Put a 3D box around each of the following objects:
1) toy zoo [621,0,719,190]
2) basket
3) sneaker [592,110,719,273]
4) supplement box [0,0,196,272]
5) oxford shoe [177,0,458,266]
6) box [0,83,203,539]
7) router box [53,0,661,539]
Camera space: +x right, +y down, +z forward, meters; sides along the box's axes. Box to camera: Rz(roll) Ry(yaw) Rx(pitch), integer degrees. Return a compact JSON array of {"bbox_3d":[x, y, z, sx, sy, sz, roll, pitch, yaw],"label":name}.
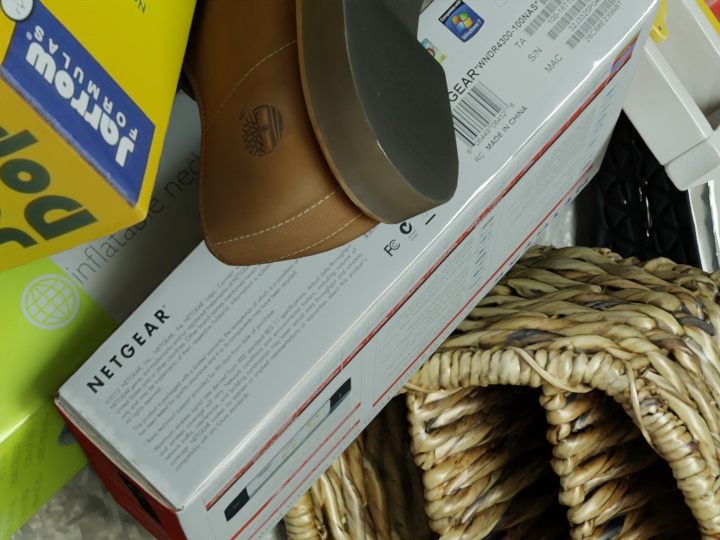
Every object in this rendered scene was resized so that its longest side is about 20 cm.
[{"bbox_3d":[0.092,-0.106,0.859,0.201,0.020,0.131,55,27,-4],"label":"toy zoo"},{"bbox_3d":[0.075,0.110,0.904,0.149,0.142,0.201,-25,114,-36],"label":"basket"},{"bbox_3d":[0.136,-0.024,0.978,0.082,0.071,0.201,-14,108,-40],"label":"sneaker"},{"bbox_3d":[-0.111,-0.105,0.665,0.109,0.109,0.201,45,40,-38],"label":"supplement box"},{"bbox_3d":[-0.021,-0.082,0.685,0.071,0.071,0.201,46,29,-34],"label":"oxford shoe"},{"bbox_3d":[-0.063,-0.004,0.771,0.048,0.122,0.200,42,68,8],"label":"box"},{"bbox_3d":[0.000,0.000,0.772,0.049,0.180,0.200,41,79,9],"label":"router box"}]
